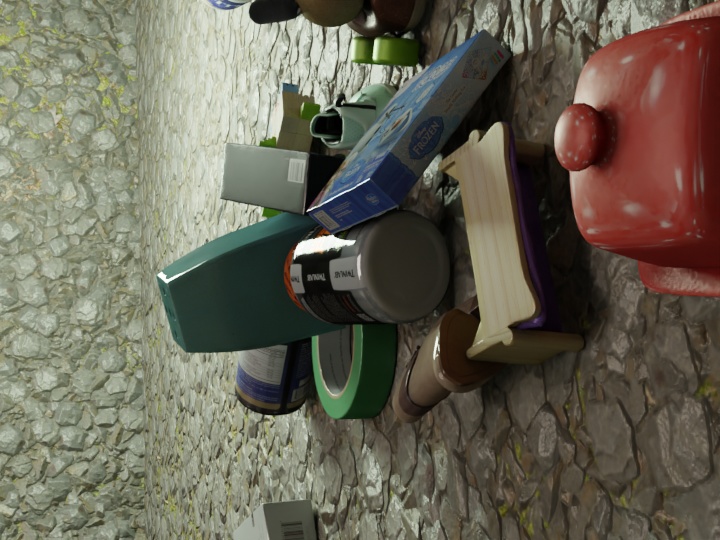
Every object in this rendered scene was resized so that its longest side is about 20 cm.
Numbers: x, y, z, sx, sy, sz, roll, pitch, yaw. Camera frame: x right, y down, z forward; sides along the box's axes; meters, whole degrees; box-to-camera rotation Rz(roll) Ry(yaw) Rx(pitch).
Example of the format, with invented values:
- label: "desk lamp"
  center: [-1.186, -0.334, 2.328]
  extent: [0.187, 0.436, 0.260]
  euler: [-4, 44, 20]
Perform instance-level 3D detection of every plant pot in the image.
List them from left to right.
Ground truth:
- label: "plant pot"
  center: [-0.144, 0.025, 1.370]
  extent: [0.141, 0.198, 0.143]
  euler: [-161, 56, -68]

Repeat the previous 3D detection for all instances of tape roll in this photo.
- label: "tape roll"
  center: [-0.012, 0.090, 1.408]
  extent: [0.200, 0.048, 0.202]
  euler: [-178, 90, -69]

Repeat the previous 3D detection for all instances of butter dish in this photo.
- label: "butter dish"
  center: [0.197, -0.084, 0.716]
  extent: [0.199, 0.147, 0.202]
  euler: [180, 91, -70]

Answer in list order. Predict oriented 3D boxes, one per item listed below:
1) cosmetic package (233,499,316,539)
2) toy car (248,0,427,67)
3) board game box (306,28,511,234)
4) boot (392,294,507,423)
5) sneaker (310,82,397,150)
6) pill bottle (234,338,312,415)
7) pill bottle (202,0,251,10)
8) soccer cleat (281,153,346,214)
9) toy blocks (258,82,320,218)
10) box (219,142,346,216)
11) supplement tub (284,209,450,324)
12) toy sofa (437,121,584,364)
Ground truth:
- label: "cosmetic package"
  center: [-0.130, 0.425, 1.656]
  extent: [0.200, 0.080, 0.114]
  euler: [127, 138, -56]
- label: "toy car"
  center: [-0.033, -0.330, 1.274]
  extent: [0.158, 0.198, 0.166]
  euler: [-152, 65, -67]
- label: "board game box"
  center: [0.044, -0.137, 1.124]
  extent: [0.200, 0.043, 0.200]
  euler: [-53, 12, -18]
- label: "boot"
  center: [0.078, 0.095, 1.034]
  extent: [0.146, 0.070, 0.200]
  euler: [-51, -3, 33]
- label: "sneaker"
  center: [-0.011, -0.189, 1.324]
  extent: [0.200, 0.117, 0.074]
  euler: [-141, 53, -66]
- label: "pill bottle"
  center: [-0.118, 0.103, 1.603]
  extent: [0.112, 0.111, 0.202]
  euler: [-122, 39, -56]
- label: "pill bottle"
  center: [-0.218, -0.524, 1.902]
  extent: [0.200, 0.119, 0.121]
  euler: [-163, 75, -69]
- label: "soccer cleat"
  center: [-0.067, -0.096, 1.520]
  extent: [0.200, 0.080, 0.068]
  euler: [127, 140, -57]
- label: "toy blocks"
  center: [-0.108, -0.198, 1.648]
  extent: [0.137, 0.099, 0.201]
  euler: [-97, 19, -52]
- label: "box"
  center: [-0.065, -0.109, 1.359]
  extent: [0.199, 0.140, 0.080]
  euler: [14, 101, 53]
- label: "supplement tub"
  center: [0.000, 0.000, 1.231]
  extent: [0.199, 0.122, 0.124]
  euler: [-6, 83, 58]
- label: "toy sofa"
  center: [0.139, -0.024, 0.956]
  extent: [0.097, 0.082, 0.202]
  euler: [-35, 55, 49]
